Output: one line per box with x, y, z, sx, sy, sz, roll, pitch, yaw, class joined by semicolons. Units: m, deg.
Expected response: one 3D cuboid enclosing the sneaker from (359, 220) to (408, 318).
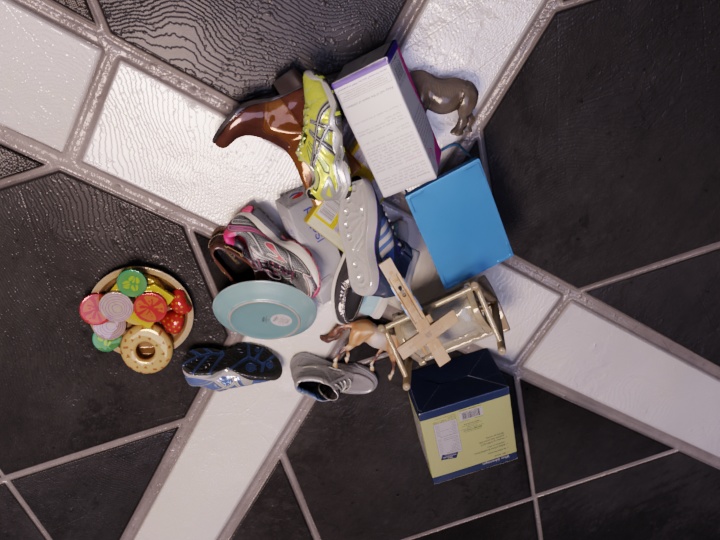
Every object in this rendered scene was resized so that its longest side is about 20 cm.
0.031;-0.004;1.210;0.080;0.074;0.204;14;110;-13;sneaker

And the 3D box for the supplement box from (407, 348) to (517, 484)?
0.215;0.311;1.376;0.195;0.135;0.204;-16;120;-2;supplement box

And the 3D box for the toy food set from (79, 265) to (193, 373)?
-0.408;0.084;1.186;0.196;0.049;0.200;36;107;-25;toy food set

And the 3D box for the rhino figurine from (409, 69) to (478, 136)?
0.107;-0.288;1.081;0.194;0.060;0.089;9;118;-8;rhino figurine

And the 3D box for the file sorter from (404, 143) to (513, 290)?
0.164;-0.102;1.154;0.136;0.123;0.203;-26;120;4;file sorter

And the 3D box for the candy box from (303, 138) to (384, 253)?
-0.006;-0.141;1.116;0.102;0.026;0.202;35;86;-32;candy box

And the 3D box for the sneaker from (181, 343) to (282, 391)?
-0.252;0.195;1.272;0.194;0.077;0.078;5;139;-13;sneaker

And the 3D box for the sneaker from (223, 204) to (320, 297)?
-0.151;-0.020;1.119;0.199;0.075;0.081;39;145;7;sneaker

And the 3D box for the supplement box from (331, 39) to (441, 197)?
0.047;-0.239;1.025;0.101;0.102;0.203;-18;116;23;supplement box

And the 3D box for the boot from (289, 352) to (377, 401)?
-0.050;0.234;1.307;0.195;0.096;0.075;15;115;-18;boot

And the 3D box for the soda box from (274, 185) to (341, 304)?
-0.084;-0.045;1.160;0.067;0.063;0.204;-29;121;-20;soda box

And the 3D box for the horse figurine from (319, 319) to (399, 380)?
0.020;0.145;1.300;0.195;0.050;0.135;17;114;-19;horse figurine

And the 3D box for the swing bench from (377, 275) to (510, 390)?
0.159;0.104;1.185;0.195;0.200;0.133;-25;90;16;swing bench

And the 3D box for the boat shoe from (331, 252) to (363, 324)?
0.000;0.000;1.162;0.073;0.059;0.205;24;78;-53;boat shoe

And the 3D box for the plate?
-0.177;0.085;1.194;0.194;0.026;0.202;0;143;0;plate

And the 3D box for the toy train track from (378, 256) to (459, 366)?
0.088;0.067;1.068;0.113;0.033;0.203;-32;102;0;toy train track

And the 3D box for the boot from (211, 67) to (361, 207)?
-0.122;-0.195;1.061;0.186;0.068;0.202;-35;103;-5;boot

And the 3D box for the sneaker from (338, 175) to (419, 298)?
0.040;-0.056;1.114;0.144;0.079;0.206;-2;86;-47;sneaker

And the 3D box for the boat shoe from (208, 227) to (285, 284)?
-0.204;0.012;1.175;0.070;0.071;0.200;-38;119;12;boat shoe

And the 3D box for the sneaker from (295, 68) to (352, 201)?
-0.066;-0.206;0.998;0.074;0.075;0.206;-14;99;-10;sneaker
